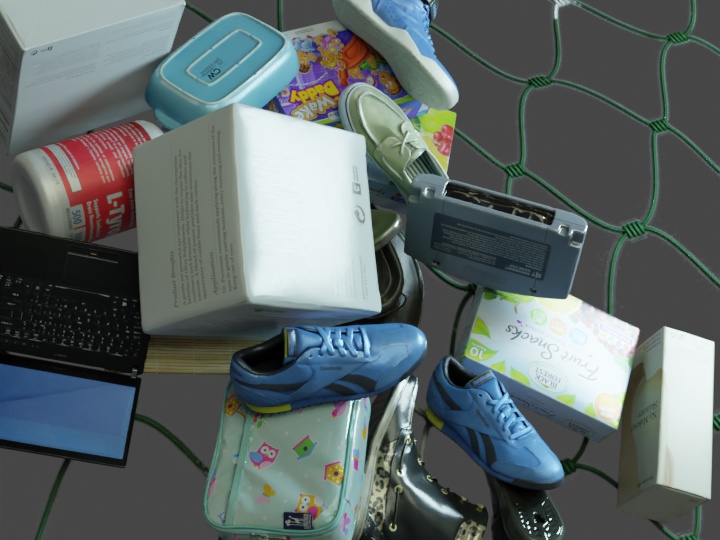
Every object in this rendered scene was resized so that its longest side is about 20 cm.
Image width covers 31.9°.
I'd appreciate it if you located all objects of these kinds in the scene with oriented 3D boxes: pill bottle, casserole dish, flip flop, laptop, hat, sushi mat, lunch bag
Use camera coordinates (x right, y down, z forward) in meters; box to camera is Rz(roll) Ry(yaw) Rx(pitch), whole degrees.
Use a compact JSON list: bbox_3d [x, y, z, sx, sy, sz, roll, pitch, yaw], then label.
[{"bbox_3d":[-0.267,-0.098,1.374,0.199,0.112,0.113,-21,73,-28],"label":"pill bottle"},{"bbox_3d":[-0.153,-0.226,1.411,0.121,0.039,0.200,31,55,18],"label":"casserole dish"},{"bbox_3d":[-0.041,-0.066,1.417,0.199,0.058,0.081,23,56,38],"label":"flip flop"},{"bbox_3d":[-0.301,0.074,1.266,0.175,0.103,0.202,11,96,-10],"label":"laptop"},{"bbox_3d":[0.000,0.000,1.444,0.199,0.081,0.202,8,61,-15],"label":"hat"},{"bbox_3d":[-0.182,0.068,1.381,0.198,0.012,0.097,2,63,-20],"label":"sushi mat"},{"bbox_3d":[-0.077,0.193,1.293,0.159,0.077,0.202,2,57,12],"label":"lunch bag"}]

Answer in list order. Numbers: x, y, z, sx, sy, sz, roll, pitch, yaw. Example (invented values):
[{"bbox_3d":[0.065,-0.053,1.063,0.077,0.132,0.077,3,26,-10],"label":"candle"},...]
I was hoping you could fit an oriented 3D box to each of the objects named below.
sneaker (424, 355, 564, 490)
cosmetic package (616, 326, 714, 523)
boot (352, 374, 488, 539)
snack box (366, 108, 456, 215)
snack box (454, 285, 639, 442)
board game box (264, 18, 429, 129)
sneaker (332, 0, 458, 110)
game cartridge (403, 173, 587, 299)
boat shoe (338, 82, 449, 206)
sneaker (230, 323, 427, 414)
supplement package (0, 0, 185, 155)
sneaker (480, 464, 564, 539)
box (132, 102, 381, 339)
[{"bbox_3d":[0.144,0.162,1.363,0.066,0.079,0.200,-10,32,-38],"label":"sneaker"},{"bbox_3d":[0.357,0.181,1.475,0.070,0.105,0.202,17,58,-10],"label":"cosmetic package"},{"bbox_3d":[0.067,0.224,1.363,0.153,0.073,0.205,25,64,-10],"label":"boot"},{"bbox_3d":[0.011,-0.157,1.543,0.198,0.053,0.143,18,57,-10],"label":"snack box"},{"bbox_3d":[0.220,0.094,1.487,0.199,0.053,0.143,25,59,-6],"label":"snack box"},{"bbox_3d":[-0.025,-0.231,1.513,0.199,0.045,0.135,-19,69,-26],"label":"board game box"},{"bbox_3d":[0.070,-0.287,1.501,0.111,0.077,0.200,-38,72,-21],"label":"sneaker"},{"bbox_3d":[0.148,-0.033,1.418,0.198,0.134,0.042,17,58,9],"label":"game cartridge"},{"bbox_3d":[0.053,-0.136,1.457,0.072,0.062,0.200,-44,104,-18],"label":"boat shoe"},{"bbox_3d":[-0.032,0.086,1.254,0.198,0.079,0.066,-13,50,0],"label":"sneaker"},{"bbox_3d":[-0.324,-0.263,1.385,0.190,0.200,0.148,-23,73,-29],"label":"supplement package"},{"bbox_3d":[0.165,0.261,1.387,0.075,0.115,0.200,2,36,-14],"label":"sneaker"},{"bbox_3d":[-0.108,-0.040,1.299,0.199,0.170,0.201,8,72,-47],"label":"box"}]
